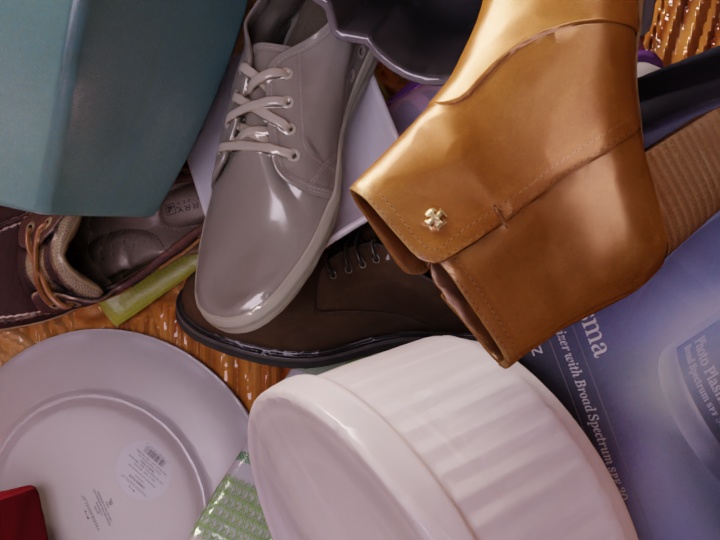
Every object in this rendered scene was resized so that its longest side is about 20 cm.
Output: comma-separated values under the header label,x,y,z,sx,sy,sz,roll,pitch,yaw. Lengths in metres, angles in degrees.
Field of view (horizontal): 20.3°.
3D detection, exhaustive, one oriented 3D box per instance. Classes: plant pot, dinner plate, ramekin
label,x,y,z,sx,sy,sz,roll,pitch,yaw
plant pot,-0.141,-0.130,0.948,0.141,0.141,0.200,13,98,29
dinner plate,-0.142,0.132,1.102,0.200,0.024,0.200,1,94,15
ramekin,0.041,0.120,0.874,0.094,0.202,0.203,-27,85,-22

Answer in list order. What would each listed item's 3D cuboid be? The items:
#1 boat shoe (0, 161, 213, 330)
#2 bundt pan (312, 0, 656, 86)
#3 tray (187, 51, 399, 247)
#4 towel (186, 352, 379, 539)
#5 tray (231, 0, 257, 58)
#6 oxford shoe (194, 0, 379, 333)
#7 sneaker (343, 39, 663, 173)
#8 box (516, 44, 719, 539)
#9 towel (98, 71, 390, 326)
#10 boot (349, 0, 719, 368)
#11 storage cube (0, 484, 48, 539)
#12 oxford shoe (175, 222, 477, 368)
label,x,y,z,sx,sy,sz,roll,pitch,yaw
boat shoe,-0.148,-0.014,1.053,0.200,0.072,0.072,-15,94,16
bundt pan,0.059,-0.184,0.890,0.202,0.076,0.202,8,117,16
tray,-0.039,-0.081,1.003,0.107,0.022,0.200,-32,50,15
towel,-0.004,0.123,1.000,0.149,0.031,0.200,22,67,20
tray,-0.089,-0.148,1.036,0.200,0.037,0.099,-36,47,16
oxford shoe,-0.040,-0.067,0.943,0.075,0.058,0.200,5,68,34
sneaker,0.055,-0.089,1.008,0.200,0.080,0.089,-20,83,10
box,0.158,0.012,0.914,0.198,0.123,0.200,-22,103,1
towel,-0.078,-0.058,1.074,0.200,0.018,0.086,-34,83,15
boot,0.053,-0.074,0.808,0.144,0.071,0.201,-32,85,-12
storage cube,-0.267,0.223,1.049,0.200,0.180,0.171,-16,89,28
oxford shoe,0.000,0.000,1.015,0.200,0.073,0.084,-4,132,10
